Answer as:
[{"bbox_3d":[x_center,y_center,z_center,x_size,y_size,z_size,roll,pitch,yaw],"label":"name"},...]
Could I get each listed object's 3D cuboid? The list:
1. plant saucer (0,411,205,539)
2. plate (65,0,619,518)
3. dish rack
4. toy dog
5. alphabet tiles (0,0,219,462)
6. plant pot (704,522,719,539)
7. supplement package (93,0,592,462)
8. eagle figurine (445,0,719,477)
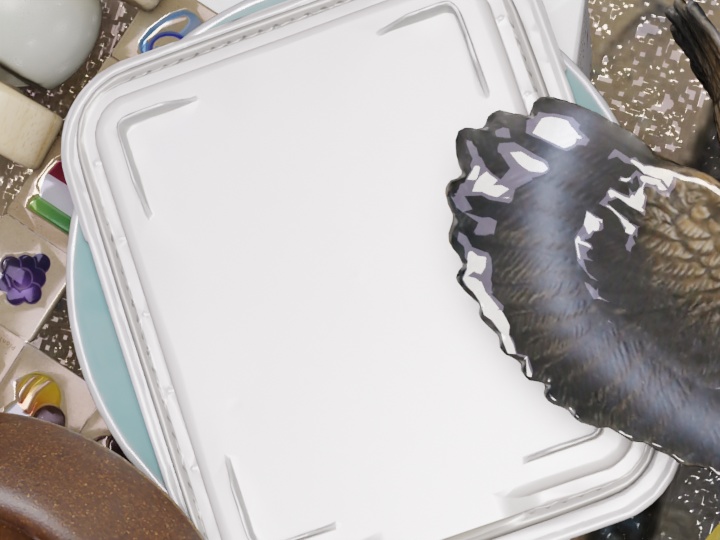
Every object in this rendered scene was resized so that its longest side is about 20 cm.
[{"bbox_3d":[-0.127,0.147,0.703,0.199,0.034,0.201,1,92,19],"label":"plant saucer"},{"bbox_3d":[0.000,0.000,0.738,0.199,0.026,0.201,-1,83,8],"label":"plate"},{"bbox_3d":[0.001,0.003,0.704,0.171,0.044,0.201,-19,82,3],"label":"dish rack"},{"bbox_3d":[-0.155,-0.108,0.794,0.096,0.200,0.132,35,68,-33],"label":"toy dog"},{"bbox_3d":[-0.034,0.019,0.756,0.200,0.008,0.167,33,87,9],"label":"alphabet tiles"},{"bbox_3d":[0.163,0.183,0.665,0.200,0.199,0.177,-57,38,33],"label":"plant pot"},{"bbox_3d":[-0.001,-0.007,0.814,0.155,0.111,0.201,7,84,7],"label":"supplement package"},{"bbox_3d":[0.146,0.000,0.660,0.199,0.152,0.151,16,77,32],"label":"eagle figurine"}]
